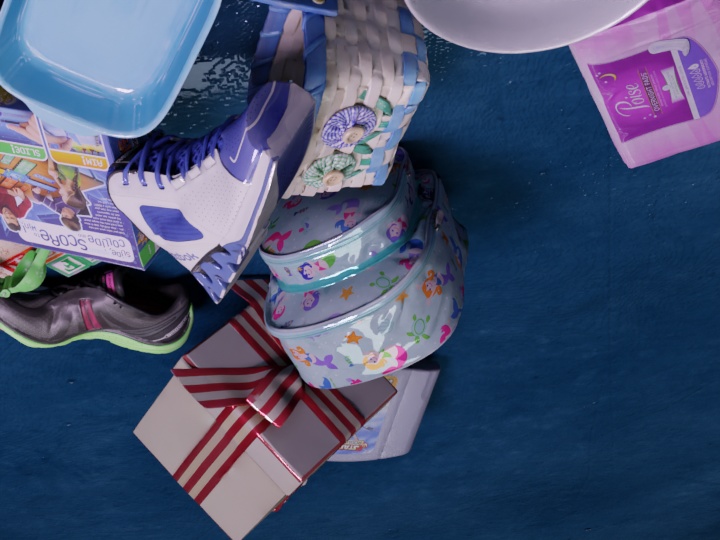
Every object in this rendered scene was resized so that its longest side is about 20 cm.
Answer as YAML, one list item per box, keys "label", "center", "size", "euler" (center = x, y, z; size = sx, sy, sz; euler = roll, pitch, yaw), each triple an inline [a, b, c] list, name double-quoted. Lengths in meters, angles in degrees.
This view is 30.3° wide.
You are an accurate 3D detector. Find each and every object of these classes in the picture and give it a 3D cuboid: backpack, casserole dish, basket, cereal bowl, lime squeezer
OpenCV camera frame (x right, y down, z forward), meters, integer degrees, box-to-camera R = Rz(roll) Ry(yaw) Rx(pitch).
- label: "backpack"
  center: [0.000, 0.000, 1.147]
  size: [0.177, 0.200, 0.151]
  euler: [-19, 127, 19]
- label: "casserole dish"
  center: [-0.159, -0.164, 0.839]
  size: [0.121, 0.039, 0.200]
  euler: [22, 136, -15]
- label: "basket"
  center: [-0.061, -0.138, 0.951]
  size: [0.200, 0.139, 0.176]
  euler: [7, 146, -13]
- label: "cereal bowl"
  center: [0.116, -0.242, 0.894]
  size: [0.200, 0.083, 0.200]
  euler: [-7, 148, -4]
- label: "lime squeezer"
  center: [-0.309, -0.003, 1.105]
  size: [0.200, 0.038, 0.071]
  euler: [-14, 148, 11]

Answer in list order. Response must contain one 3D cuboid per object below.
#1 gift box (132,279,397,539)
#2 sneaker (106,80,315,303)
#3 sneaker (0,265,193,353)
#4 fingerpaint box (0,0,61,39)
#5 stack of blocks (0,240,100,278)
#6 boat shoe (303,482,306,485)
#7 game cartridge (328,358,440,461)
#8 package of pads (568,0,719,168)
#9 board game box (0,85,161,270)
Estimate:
- label: "gift box"
  center: [-0.105, 0.127, 1.304]
  size: [0.200, 0.185, 0.187]
  euler: [43, 136, 2]
- label: "sneaker"
  center: [-0.113, -0.061, 0.901]
  size: [0.115, 0.081, 0.199]
  euler: [31, 144, -2]
- label: "sneaker"
  center: [-0.255, 0.027, 1.262]
  size: [0.200, 0.077, 0.084]
  euler: [3, 129, -24]
- label: "fingerpaint box"
  center: [-0.271, -0.209, 0.864]
  size: [0.200, 0.073, 0.167]
  euler: [-10, 148, 3]
- label: "stack of blocks"
  center: [-0.279, -0.045, 1.138]
  size: [0.200, 0.059, 0.115]
  euler: [-25, 145, 24]
- label: "boat shoe"
  center: [-0.087, 0.204, 1.584]
  size: [0.064, 0.071, 0.200]
  euler: [-29, 151, -32]
- label: "game cartridge"
  center: [-0.020, 0.151, 1.482]
  size: [0.200, 0.042, 0.133]
  euler: [7, 113, -23]
- label: "package of pads"
  center: [0.236, -0.167, 1.048]
  size: [0.120, 0.076, 0.200]
  euler: [-20, 146, 15]
- label: "board game box"
  center: [-0.253, -0.077, 0.998]
  size: [0.200, 0.034, 0.135]
  euler: [11, 134, 21]
